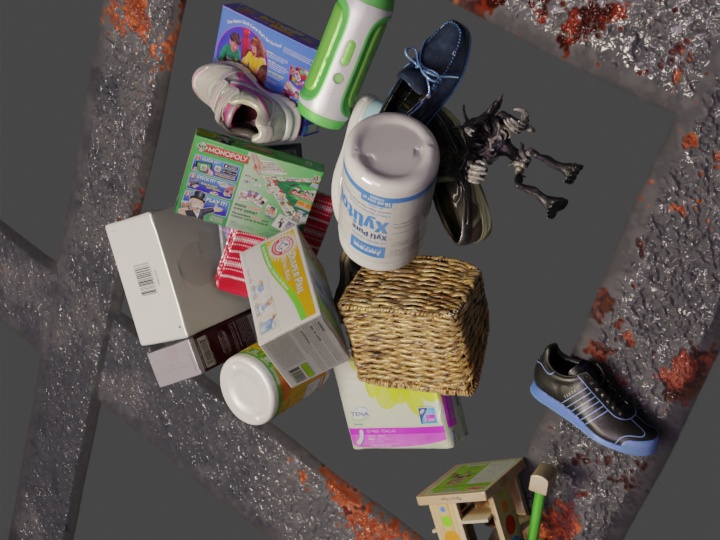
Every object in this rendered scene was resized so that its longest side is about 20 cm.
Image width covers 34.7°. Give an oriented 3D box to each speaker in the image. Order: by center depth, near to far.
[{"bbox_3d":[-0.022,-0.308,1.644,0.088,0.088,0.202,34,114,23],"label":"speaker"}]

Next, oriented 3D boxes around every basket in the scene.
[{"bbox_3d":[0.087,0.075,1.666,0.197,0.143,0.151,3,126,27],"label":"basket"}]

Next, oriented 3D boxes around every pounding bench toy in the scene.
[{"bbox_3d":[0.210,0.370,1.672,0.198,0.124,0.159,-14,96,38],"label":"pounding bench toy"}]

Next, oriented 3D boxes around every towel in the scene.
[{"bbox_3d":[-0.134,-0.043,1.797,0.142,0.023,0.203,18,109,-11],"label":"towel"}]

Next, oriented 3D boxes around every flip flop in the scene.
[{"bbox_3d":[0.000,0.000,1.746,0.057,0.081,0.203,20,123,10],"label":"flip flop"}]

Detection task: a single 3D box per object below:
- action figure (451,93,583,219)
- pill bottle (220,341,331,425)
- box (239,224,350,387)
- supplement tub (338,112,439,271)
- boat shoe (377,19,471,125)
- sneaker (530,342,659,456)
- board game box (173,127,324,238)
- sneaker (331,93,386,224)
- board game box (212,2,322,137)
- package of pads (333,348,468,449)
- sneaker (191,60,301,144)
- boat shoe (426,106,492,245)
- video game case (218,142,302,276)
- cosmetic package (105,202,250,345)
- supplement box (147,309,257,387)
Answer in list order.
[{"bbox_3d":[0.195,-0.159,1.530,0.199,0.102,0.120,35,101,21],"label":"action figure"},{"bbox_3d":[-0.115,0.149,1.791,0.110,0.199,0.113,15,117,32],"label":"pill bottle"},{"bbox_3d":[-0.099,0.050,1.703,0.100,0.202,0.113,-26,133,7],"label":"box"},{"bbox_3d":[0.036,-0.106,1.579,0.131,0.132,0.201,39,152,20],"label":"supplement tub"},{"bbox_3d":[0.083,-0.251,1.579,0.084,0.068,0.202,37,106,39],"label":"boat shoe"},{"bbox_3d":[0.320,0.174,1.565,0.198,0.070,0.079,29,126,27],"label":"sneaker"},{"bbox_3d":[-0.166,-0.122,1.722,0.197,0.029,0.136,16,120,-13],"label":"board game box"},{"bbox_3d":[0.014,-0.149,1.686,0.081,0.073,0.203,27,119,32],"label":"sneaker"},{"bbox_3d":[-0.137,-0.309,1.765,0.198,0.045,0.136,30,120,26],"label":"board game box"},{"bbox_3d":[0.057,0.190,1.764,0.197,0.068,0.157,-8,100,37],"label":"package of pads"},{"bbox_3d":[-0.186,-0.253,1.733,0.198,0.088,0.083,30,121,25],"label":"sneaker"},{"bbox_3d":[0.124,-0.132,1.615,0.071,0.066,0.204,-19,92,41],"label":"boat shoe"},{"bbox_3d":[-0.155,-0.094,1.811,0.140,0.019,0.204,-5,105,-2],"label":"video game case"},{"bbox_3d":[-0.278,-0.010,1.864,0.122,0.199,0.203,-11,98,40],"label":"cosmetic package"},{"bbox_3d":[-0.236,0.119,1.873,0.108,0.199,0.062,-20,93,38],"label":"supplement box"}]
